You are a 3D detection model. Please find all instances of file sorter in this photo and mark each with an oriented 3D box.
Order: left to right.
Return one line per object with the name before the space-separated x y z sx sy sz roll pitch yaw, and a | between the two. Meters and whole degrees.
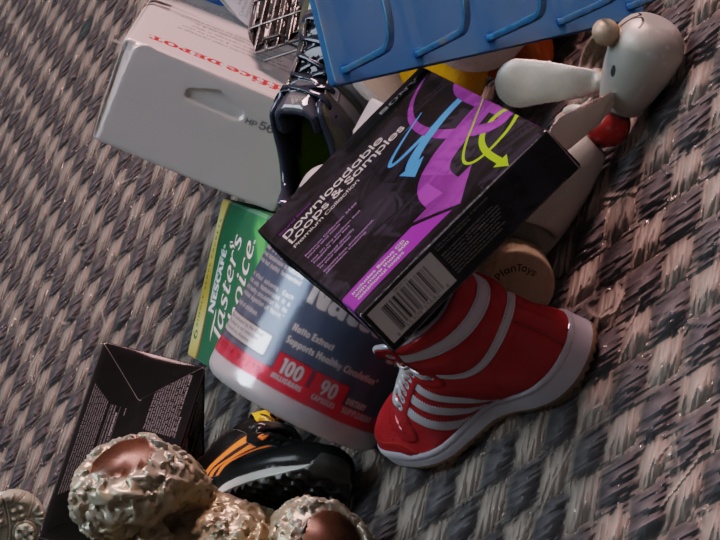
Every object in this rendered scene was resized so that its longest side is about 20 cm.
file sorter | 0.074 -0.201 1.537 0.123 0.200 0.139 164 92 -75

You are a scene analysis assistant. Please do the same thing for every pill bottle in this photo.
pill bottle | 0.000 0.000 1.675 0.200 0.120 0.120 -63 22 4

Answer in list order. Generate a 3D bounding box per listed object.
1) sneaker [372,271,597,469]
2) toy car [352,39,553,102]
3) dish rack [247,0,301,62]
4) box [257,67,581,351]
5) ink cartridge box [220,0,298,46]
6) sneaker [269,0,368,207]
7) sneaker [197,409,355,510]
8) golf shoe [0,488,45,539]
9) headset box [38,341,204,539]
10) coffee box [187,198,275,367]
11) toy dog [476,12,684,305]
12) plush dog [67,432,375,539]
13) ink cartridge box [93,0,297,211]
sneaker | 0.037 0.051 1.544 0.200 0.112 0.071 -33 37 52
toy car | 0.062 -0.203 1.698 0.175 0.150 0.200 -23 87 67
dish rack | 0.014 -0.214 1.869 0.200 0.055 0.153 -14 48 32
box | 0.027 -0.039 1.503 0.143 0.036 0.200 -45 22 -4
ink cartridge box | -0.095 -0.239 2.006 0.163 0.200 0.057 -81 10 -64
sneaker | -0.020 -0.124 1.779 0.074 0.081 0.200 0 92 29
sneaker | -0.064 0.125 1.746 0.200 0.070 0.090 -33 41 56
golf shoe | -0.323 0.238 2.213 0.200 0.078 0.097 -51 19 27
headset box | -0.161 0.161 1.837 0.200 0.075 0.149 96 -171 -65
coffee box | -0.058 0.024 1.839 0.200 0.044 0.123 -153 75 -66
toy dog | 0.097 -0.072 1.565 0.200 0.096 0.132 -64 22 -1
plush dog | -0.100 0.219 1.638 0.160 0.200 0.172 87 -154 -61
ink cartridge box | -0.101 -0.133 1.939 0.200 0.146 0.084 -74 6 -69
